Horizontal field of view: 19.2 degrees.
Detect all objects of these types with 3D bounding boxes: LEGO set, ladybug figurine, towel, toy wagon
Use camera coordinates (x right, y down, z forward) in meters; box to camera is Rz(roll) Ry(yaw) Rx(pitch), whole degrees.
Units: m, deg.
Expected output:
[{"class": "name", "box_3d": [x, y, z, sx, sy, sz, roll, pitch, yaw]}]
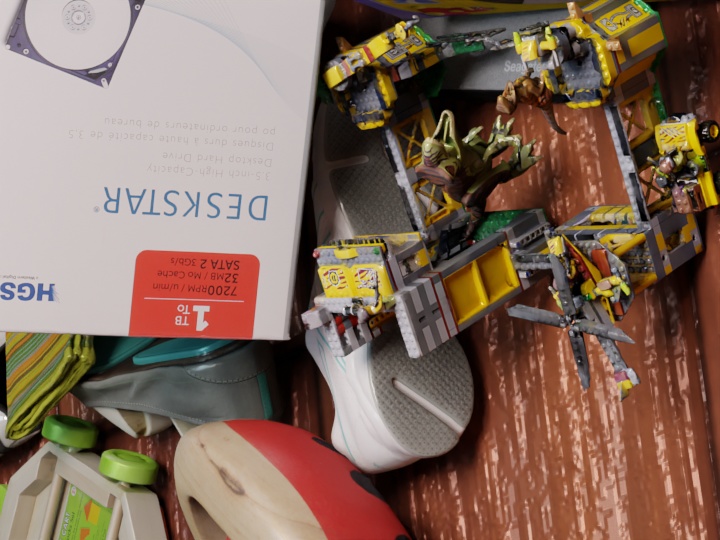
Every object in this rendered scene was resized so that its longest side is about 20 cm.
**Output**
[{"class": "LEGO set", "box_3d": [0.043, -0.033, 0.896, 0.199, 0.116, 0.155, 9, 120, 45]}, {"class": "ladybug figurine", "box_3d": [-0.021, 0.134, 0.988, 0.200, 0.072, 0.136, 42, 155, 52]}, {"class": "towel", "box_3d": [-0.183, -0.008, 1.200, 0.086, 0.018, 0.201, -44, 42, 36]}, {"class": "toy wagon", "box_3d": [-0.175, 0.164, 1.222, 0.200, 0.039, 0.156, 23, 100, 51]}]

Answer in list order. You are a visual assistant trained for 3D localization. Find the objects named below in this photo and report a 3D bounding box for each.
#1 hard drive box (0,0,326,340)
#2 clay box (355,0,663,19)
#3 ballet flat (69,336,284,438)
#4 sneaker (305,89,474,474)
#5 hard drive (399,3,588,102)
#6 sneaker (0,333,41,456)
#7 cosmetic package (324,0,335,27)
[{"class": "hard drive box", "box_3d": [-0.102, -0.077, 0.939, 0.077, 0.155, 0.202, -147, 60, -65]}, {"class": "clay box", "box_3d": [0.078, -0.139, 0.868, 0.199, 0.115, 0.048, 1, 86, 30]}, {"class": "ballet flat", "box_3d": [-0.111, 0.064, 1.148, 0.199, 0.067, 0.064, 0, 112, 53]}, {"class": "sneaker", "box_3d": [0.000, 0.000, 1.016, 0.080, 0.070, 0.202, -36, 54, 55]}, {"class": "hard drive", "box_3d": [0.081, -0.178, 0.980, 0.139, 0.033, 0.202, 7, 88, 51]}, {"class": "sneaker", "box_3d": [-0.229, 0.021, 1.307, 0.080, 0.074, 0.202, -14, 76, 34]}, {"class": "cosmetic package", "box_3d": [-0.154, -0.111, 1.054, 0.165, 0.199, 0.166, 26, 92, 57]}]
